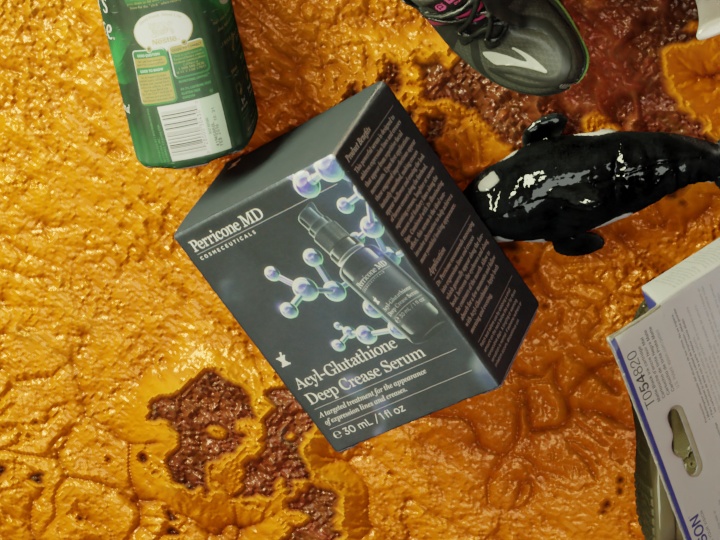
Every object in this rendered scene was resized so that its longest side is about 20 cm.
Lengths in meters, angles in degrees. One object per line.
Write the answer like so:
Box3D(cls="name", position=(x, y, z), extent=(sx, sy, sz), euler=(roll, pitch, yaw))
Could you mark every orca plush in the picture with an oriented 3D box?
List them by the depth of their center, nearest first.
Box3D(cls="orca plush", position=(0.166, -0.046, 1.389), extent=(0.199, 0.071, 0.106), euler=(3, 114, 4))

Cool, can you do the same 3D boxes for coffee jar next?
Box3D(cls="coffee jar", position=(-0.129, -0.175, 1.343), extent=(0.085, 0.104, 0.201), euler=(-9, 112, 7))

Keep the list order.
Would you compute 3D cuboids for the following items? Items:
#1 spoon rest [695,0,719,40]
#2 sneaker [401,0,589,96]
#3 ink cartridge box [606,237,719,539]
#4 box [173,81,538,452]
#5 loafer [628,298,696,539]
Box3D(cls="spoon rest", position=(0.202, -0.250, 1.311), extent=(0.099, 0.061, 0.201), euler=(-19, 98, 12))
Box3D(cls="sneaker", position=(0.064, -0.179, 1.333), extent=(0.200, 0.084, 0.077), euler=(37, 113, -11))
Box3D(cls="ink cartridge box", position=(0.266, 0.076, 1.397), extent=(0.200, 0.041, 0.200), euler=(-30, 112, -20))
Box3D(cls="box", position=(0.000, 0.000, 1.389), extent=(0.148, 0.107, 0.200), euler=(-25, 109, 34))
Box3D(cls="loafer", position=(0.231, 0.105, 1.452), extent=(0.067, 0.076, 0.201), euler=(-6, 111, -10))
